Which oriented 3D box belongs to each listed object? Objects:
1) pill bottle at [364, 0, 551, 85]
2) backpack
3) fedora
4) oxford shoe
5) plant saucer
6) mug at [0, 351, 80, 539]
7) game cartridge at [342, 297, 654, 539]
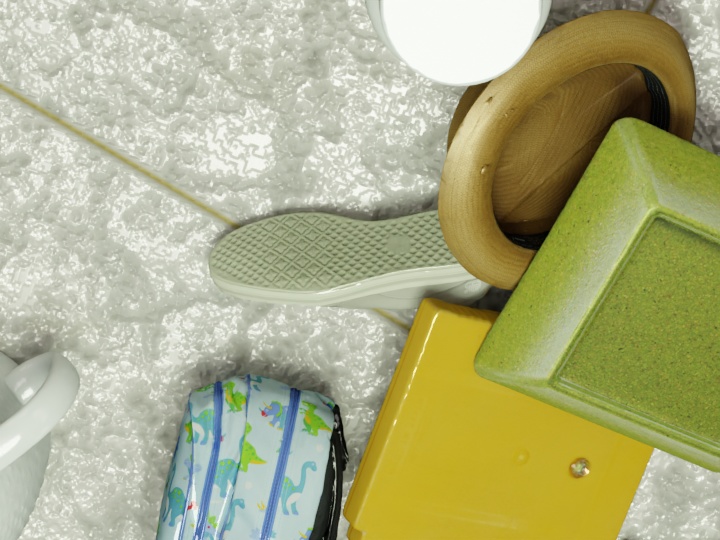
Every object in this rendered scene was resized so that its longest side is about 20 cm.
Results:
[{"bbox_3d":[0.059,-0.181,1.571,0.116,0.200,0.117,0,108,0],"label":"pill bottle"},{"bbox_3d":[-0.074,0.170,1.705,0.153,0.163,0.201,28,97,0],"label":"backpack"},{"bbox_3d":[0.120,-0.086,1.644,0.200,0.082,0.201,-17,126,-26],"label":"fedora"},{"bbox_3d":[0.000,0.000,1.700,0.199,0.075,0.058,-4,143,4],"label":"oxford shoe"},{"bbox_3d":[0.203,0.030,1.631,0.199,0.048,0.200,22,112,-17],"label":"plant saucer"},{"bbox_3d":[-0.264,0.123,1.679,0.200,0.175,0.148,-36,104,10],"label":"mug"},{"bbox_3d":[0.099,0.117,1.711,0.199,0.032,0.177,13,107,-26],"label":"game cartridge"}]
